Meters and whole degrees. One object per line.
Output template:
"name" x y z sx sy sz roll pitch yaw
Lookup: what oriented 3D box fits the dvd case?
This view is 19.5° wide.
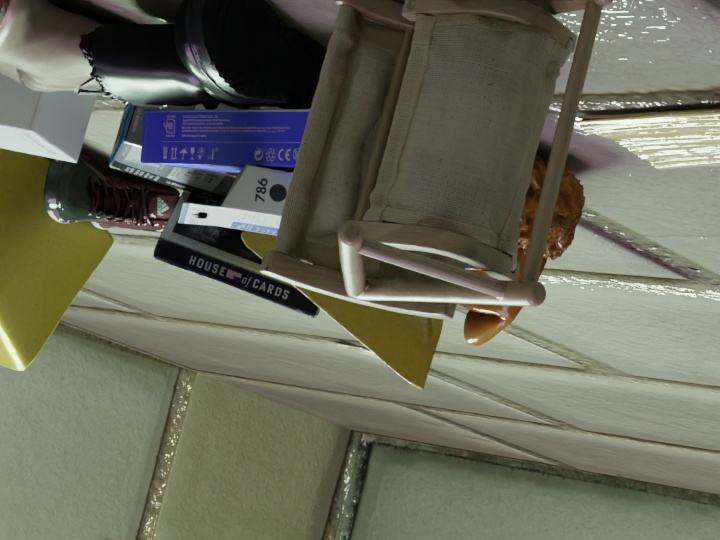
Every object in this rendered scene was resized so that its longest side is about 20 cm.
"dvd case" -0.099 -0.020 1.860 0.149 0.025 0.200 20 -164 -3

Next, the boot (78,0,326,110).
"boot" -0.128 -0.157 1.513 0.161 0.074 0.198 6 174 26

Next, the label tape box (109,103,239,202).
"label tape box" -0.114 -0.100 1.855 0.198 0.064 0.144 17 171 -9

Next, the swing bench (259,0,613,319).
"swing bench" 0.043 -0.083 1.291 0.129 0.201 0.200 17 171 -15

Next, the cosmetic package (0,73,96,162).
"cosmetic package" -0.349 -0.159 1.871 0.198 0.072 0.101 11 170 20

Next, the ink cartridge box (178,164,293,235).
"ink cartridge box" -0.034 -0.045 1.554 0.198 0.040 0.099 8 173 -7

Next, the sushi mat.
"sushi mat" 0.248 -0.092 1.478 0.095 0.012 0.199 21 169 -34

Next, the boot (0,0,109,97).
"boot" -0.229 -0.179 1.610 0.145 0.071 0.200 12 173 -21

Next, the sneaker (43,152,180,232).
"sneaker" -0.249 -0.079 2.208 0.114 0.076 0.200 7 179 16

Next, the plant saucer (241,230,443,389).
"plant saucer" 0.000 0.000 1.819 0.200 0.049 0.200 41 -166 -3

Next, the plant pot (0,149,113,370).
"plant pot" -0.419 -0.046 2.255 0.193 0.196 0.201 14 147 28

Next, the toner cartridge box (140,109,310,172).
"toner cartridge box" -0.062 -0.095 1.562 0.199 0.044 0.095 4 -179 39

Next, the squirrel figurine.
"squirrel figurine" 0.072 -0.057 1.702 0.186 0.142 0.200 28 153 -14
